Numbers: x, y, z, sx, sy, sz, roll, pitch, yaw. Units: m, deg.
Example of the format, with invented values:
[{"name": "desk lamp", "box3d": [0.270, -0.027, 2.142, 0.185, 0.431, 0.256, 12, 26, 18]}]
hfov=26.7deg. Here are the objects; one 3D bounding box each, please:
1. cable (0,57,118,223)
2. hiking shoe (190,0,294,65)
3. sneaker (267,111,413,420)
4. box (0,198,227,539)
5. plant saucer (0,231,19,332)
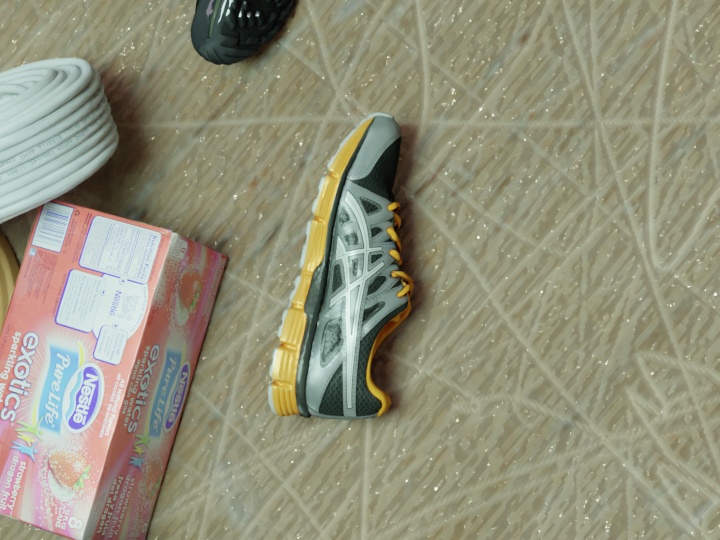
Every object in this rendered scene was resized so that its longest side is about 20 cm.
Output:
[{"name": "cable", "box3d": [-0.254, -0.073, 0.987, 0.199, 0.200, 0.070, -26, 110, -15]}, {"name": "hiking shoe", "box3d": [-0.094, -0.232, 1.032, 0.100, 0.076, 0.202, 3, 72, 27]}, {"name": "sneaker", "box3d": [0.000, 0.000, 0.958, 0.077, 0.078, 0.202, 14, 88, 6]}, {"name": "box", "box3d": [-0.171, 0.066, 0.984, 0.102, 0.095, 0.202, 14, 85, 20]}, {"name": "plant saucer", "box3d": [-0.332, 0.038, 1.072, 0.199, 0.037, 0.202, -3, 80, 18]}]
